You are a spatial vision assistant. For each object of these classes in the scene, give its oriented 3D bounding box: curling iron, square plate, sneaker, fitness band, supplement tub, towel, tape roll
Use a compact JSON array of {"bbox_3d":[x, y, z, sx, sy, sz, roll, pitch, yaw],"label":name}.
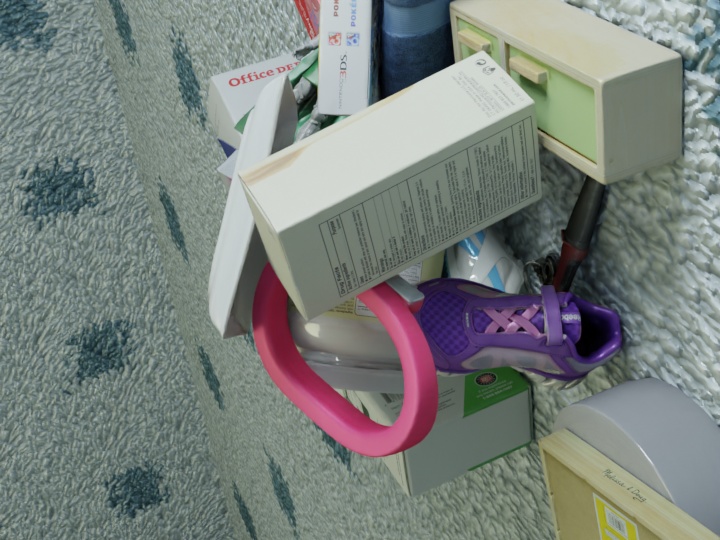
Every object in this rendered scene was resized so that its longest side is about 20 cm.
[{"bbox_3d":[0.166,-0.029,0.930,0.050,0.026,0.200,58,159,26],"label":"curling iron"},{"bbox_3d":[-0.086,-0.046,0.931,0.200,0.028,0.198,102,-178,-88],"label":"square plate"},{"bbox_3d":[0.102,-0.010,1.066,0.077,0.081,0.200,131,140,-58],"label":"sneaker"},{"bbox_3d":[0.124,0.043,0.909,0.088,0.200,0.081,-24,61,57],"label":"sneaker"},{"bbox_3d":[-0.015,0.056,0.893,0.200,0.037,0.144,37,124,37],"label":"fitness band"},{"bbox_3d":[0.000,0.000,1.014,0.145,0.145,0.200,-176,92,-72],"label":"supplement tub"},{"bbox_3d":[0.061,-0.208,0.910,0.049,0.112,0.200,32,143,29],"label":"towel"},{"bbox_3d":[0.229,0.187,0.907,0.200,0.066,0.200,161,90,-73],"label":"tape roll"}]

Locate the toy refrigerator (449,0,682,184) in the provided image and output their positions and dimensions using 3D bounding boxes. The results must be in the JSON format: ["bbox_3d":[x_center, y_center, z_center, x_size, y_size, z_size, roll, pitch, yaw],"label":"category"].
[{"bbox_3d":[0.137,-0.137,0.825,0.200,0.070,0.076,-133,28,-53],"label":"toy refrigerator"}]

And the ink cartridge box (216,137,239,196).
[{"bbox_3d":[-0.078,-0.022,1.196,0.200,0.043,0.196,30,150,48],"label":"ink cartridge box"}]

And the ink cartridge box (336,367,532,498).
[{"bbox_3d":[0.065,0.118,1.203,0.200,0.146,0.084,-130,24,-50],"label":"ink cartridge box"}]

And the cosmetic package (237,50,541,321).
[{"bbox_3d":[0.024,-0.060,0.821,0.071,0.200,0.105,55,166,38],"label":"cosmetic package"}]

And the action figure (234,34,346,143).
[{"bbox_3d":[-0.026,-0.187,1.107,0.118,0.200,0.055,38,-178,20],"label":"action figure"}]

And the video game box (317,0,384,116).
[{"bbox_3d":[0.003,-0.223,0.966,0.200,0.047,0.182,-51,-38,-77],"label":"video game box"}]

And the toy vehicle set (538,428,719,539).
[{"bbox_3d":[0.202,0.211,0.859,0.200,0.026,0.124,-145,39,-62],"label":"toy vehicle set"}]

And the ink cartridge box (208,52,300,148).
[{"bbox_3d":[-0.072,-0.145,1.332,0.200,0.144,0.085,62,161,24],"label":"ink cartridge box"}]

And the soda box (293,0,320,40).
[{"bbox_3d":[0.000,-0.216,1.173,0.200,0.063,0.070,66,163,13],"label":"soda box"}]
